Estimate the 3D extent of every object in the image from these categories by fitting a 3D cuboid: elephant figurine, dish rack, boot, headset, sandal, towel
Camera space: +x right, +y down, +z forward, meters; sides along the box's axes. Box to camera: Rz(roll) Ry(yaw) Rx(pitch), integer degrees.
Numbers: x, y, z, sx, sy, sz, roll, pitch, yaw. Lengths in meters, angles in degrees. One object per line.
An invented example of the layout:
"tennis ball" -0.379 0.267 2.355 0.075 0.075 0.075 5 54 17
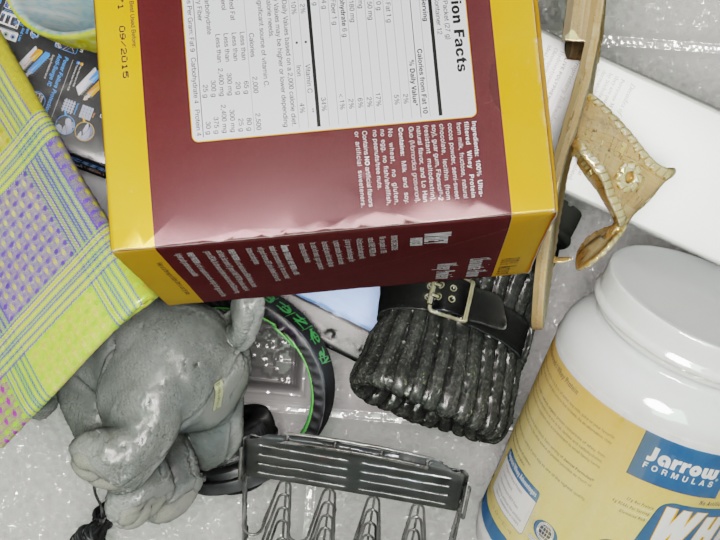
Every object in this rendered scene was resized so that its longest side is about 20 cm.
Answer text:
"elephant figurine" -0.166 0.046 1.042 0.200 0.142 0.155 37 68 24
"dish rack" -0.009 0.169 1.085 0.152 0.055 0.201 8 143 2
"boot" 0.017 -0.002 1.066 0.210 0.079 0.159 24 82 0
"headset" -0.106 0.099 1.115 0.123 0.094 0.200 45 115 -2
"sandal" 0.139 -0.069 0.977 0.069 0.078 0.213 7 92 8
"towel" -0.202 -0.022 0.990 0.144 0.023 0.200 -44 67 24

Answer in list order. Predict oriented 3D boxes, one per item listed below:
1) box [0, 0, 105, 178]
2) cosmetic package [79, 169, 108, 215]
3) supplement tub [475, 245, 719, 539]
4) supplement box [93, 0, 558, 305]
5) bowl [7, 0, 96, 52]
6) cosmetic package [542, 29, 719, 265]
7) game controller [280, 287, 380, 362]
"box" -0.142 -0.158 1.070 0.197 0.050 0.201 19 82 -6
"cosmetic package" -0.223 -0.054 1.124 0.150 0.052 0.200 37 98 -4
"supplement tub" 0.164 0.102 1.051 0.144 0.145 0.201 21 115 1
"supplement box" -0.014 -0.068 0.879 0.199 0.197 0.134 -5 82 1
"bowl" -0.096 -0.198 0.992 0.199 0.107 0.201 -18 60 33
"cosmetic package" 0.160 -0.074 1.067 0.199 0.108 0.085 23 98 -1
"game controller" 0.000 0.000 1.121 0.199 0.042 0.105 26 99 -1
